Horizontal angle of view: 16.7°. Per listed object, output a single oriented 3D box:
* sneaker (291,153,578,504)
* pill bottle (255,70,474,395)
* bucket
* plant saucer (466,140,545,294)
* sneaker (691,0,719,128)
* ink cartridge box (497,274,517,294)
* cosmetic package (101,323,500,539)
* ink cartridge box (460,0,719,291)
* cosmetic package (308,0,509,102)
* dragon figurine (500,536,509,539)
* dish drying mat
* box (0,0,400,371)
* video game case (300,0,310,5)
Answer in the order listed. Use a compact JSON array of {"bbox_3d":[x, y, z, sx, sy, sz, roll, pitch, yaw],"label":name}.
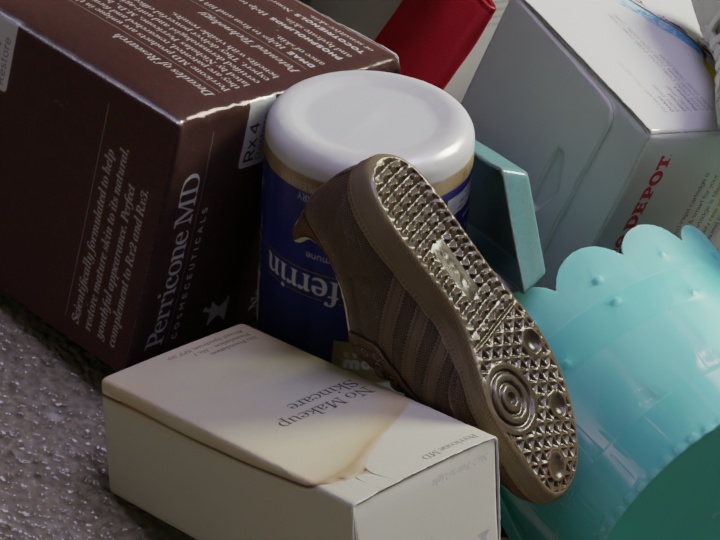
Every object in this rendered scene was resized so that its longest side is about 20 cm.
[{"bbox_3d":[0.039,0.036,1.267,0.070,0.075,0.200,-33,95,-49],"label":"sneaker"},{"bbox_3d":[0.000,0.000,1.367,0.115,0.201,0.116,3,32,-2],"label":"pill bottle"},{"bbox_3d":[0.159,0.091,1.354,0.207,0.208,0.135,-5,44,-38],"label":"bucket"},{"bbox_3d":[0.069,-0.041,1.381,0.019,0.070,0.200,-13,13,-7],"label":"plant saucer"},{"bbox_3d":[0.228,-0.121,1.391,0.084,0.073,0.200,4,41,-33],"label":"sneaker"},{"bbox_3d":[0.129,0.014,1.552,0.144,0.084,0.200,35,33,17],"label":"ink cartridge box"},{"bbox_3d":[-0.033,0.101,1.258,0.103,0.073,0.200,-22,30,-39],"label":"cosmetic package"},{"bbox_3d":[0.177,-0.074,1.493,0.200,0.147,0.146,-5,44,-38],"label":"ink cartridge box"},{"bbox_3d":[0.072,-0.169,1.678,0.199,0.200,0.123,-12,46,-43],"label":"cosmetic package"},{"bbox_3d":[0.057,0.194,1.263,0.059,0.100,0.200,-7,24,-37],"label":"dragon figurine"},{"bbox_3d":[0.016,-0.106,1.552,0.018,0.200,0.077,18,28,-38],"label":"dish drying mat"},{"bbox_3d":[-0.112,-0.070,1.430,0.164,0.166,0.200,32,32,28],"label":"box"},{"bbox_3d":[-0.068,-0.197,1.648,0.023,0.182,0.200,49,38,13],"label":"video game case"}]
